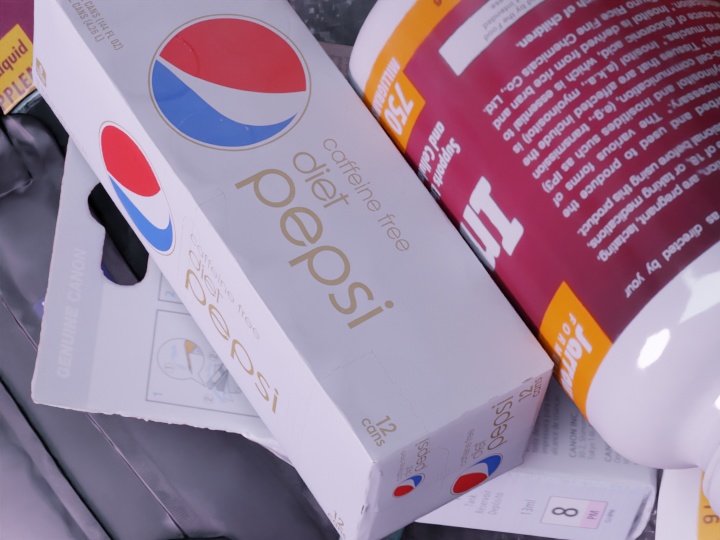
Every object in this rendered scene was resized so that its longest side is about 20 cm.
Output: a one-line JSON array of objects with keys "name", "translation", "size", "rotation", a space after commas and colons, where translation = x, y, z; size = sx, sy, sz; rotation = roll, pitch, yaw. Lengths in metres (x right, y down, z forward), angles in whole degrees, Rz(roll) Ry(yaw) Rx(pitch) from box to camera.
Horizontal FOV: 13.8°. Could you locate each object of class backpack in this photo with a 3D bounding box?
[{"name": "backpack", "translation": [-0.084, 0.057, 1.032], "size": [0.177, 0.151, 0.200], "rotation": [-40, 73, 5]}]

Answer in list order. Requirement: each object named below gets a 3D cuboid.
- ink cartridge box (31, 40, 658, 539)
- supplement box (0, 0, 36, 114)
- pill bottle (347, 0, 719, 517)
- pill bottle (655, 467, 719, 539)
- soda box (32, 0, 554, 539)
[{"name": "ink cartridge box", "translation": [0.000, 0.000, 0.984], "size": [0.199, 0.057, 0.163], "rotation": [6, 56, -2]}, {"name": "supplement box", "translation": [-0.166, -0.122, 1.119], "size": [0.110, 0.086, 0.200], "rotation": [-41, 70, 12]}, {"name": "pill bottle", "translation": [0.092, -0.015, 0.900], "size": [0.113, 0.113, 0.200], "rotation": [-42, 64, 11]}, {"name": "pill bottle", "translation": [0.201, 0.092, 0.939], "size": [0.199, 0.116, 0.117], "rotation": [-1, 82, 21]}, {"name": "soda box", "translation": [-0.025, -0.017, 0.922], "size": [0.068, 0.064, 0.200], "rotation": [-26, 65, -21]}]
